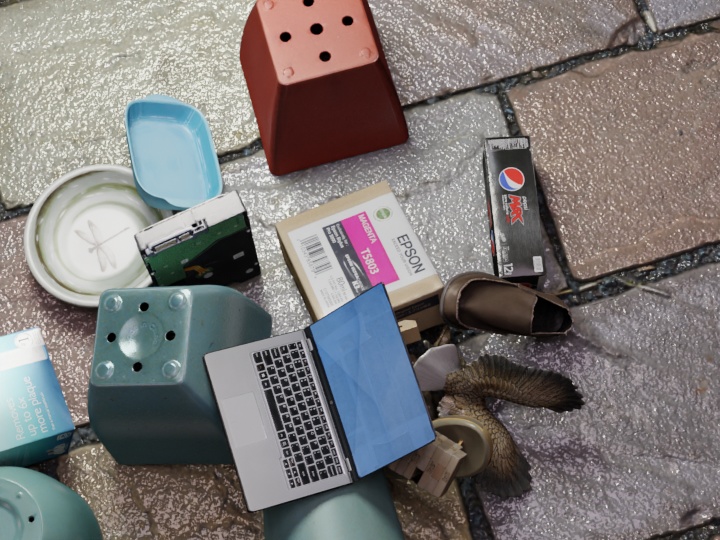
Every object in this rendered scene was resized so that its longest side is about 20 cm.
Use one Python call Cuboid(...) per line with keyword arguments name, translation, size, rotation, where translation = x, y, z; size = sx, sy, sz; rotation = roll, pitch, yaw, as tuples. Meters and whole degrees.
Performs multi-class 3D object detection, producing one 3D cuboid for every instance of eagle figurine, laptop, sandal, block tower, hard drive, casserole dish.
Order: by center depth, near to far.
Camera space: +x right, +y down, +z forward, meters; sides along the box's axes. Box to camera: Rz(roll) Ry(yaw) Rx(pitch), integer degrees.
Cuboid(name="laptop", translation=(-0.049, 0.139, 1.512), size=(0.198, 0.116, 0.189), rotation=(-13, 71, -19))
Cuboid(name="block tower", translation=(0.024, 0.186, 1.589), size=(0.199, 0.054, 0.058), rotation=(31, 101, 15))
Cuboid(name="sandal", translation=(0.069, 0.224, 1.636), size=(0.198, 0.081, 0.054), rotation=(-10, 21, 32))
Cuboid(name="eagle figurine", translation=(0.154, 0.158, 1.675), size=(0.199, 0.153, 0.151), rotation=(38, 53, 20))
Cuboid(name="hard drive", translation=(-0.200, -0.020, 1.710), size=(0.138, 0.200, 0.038), rotation=(-25, 70, -8))
Cuboid(name="casserole dish", translation=(-0.252, -0.149, 1.818), size=(0.120, 0.039, 0.202), rotation=(2, 50, -25))

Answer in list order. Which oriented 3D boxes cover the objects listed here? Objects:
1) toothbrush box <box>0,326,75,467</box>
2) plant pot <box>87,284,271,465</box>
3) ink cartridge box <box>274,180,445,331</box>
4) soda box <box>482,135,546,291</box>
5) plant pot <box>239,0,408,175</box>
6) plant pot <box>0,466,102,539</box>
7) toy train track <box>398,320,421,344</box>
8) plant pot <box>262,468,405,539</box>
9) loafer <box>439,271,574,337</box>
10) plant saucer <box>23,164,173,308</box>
Cuboid(name="toothbrush box", translation=(-0.467, 0.172, 1.670), size=(0.198, 0.085, 0.148), rotation=(-15, 68, -25))
Cuboid(name="plant pot", translation=(-0.231, 0.110, 1.642), size=(0.193, 0.200, 0.199), rotation=(-2, 67, 13))
Cuboid(name="ink cartridge box", translation=(0.000, 0.000, 1.738), size=(0.163, 0.076, 0.201), rotation=(-22, 52, -7))
Cuboid(name="soda box", translation=(0.199, -0.071, 1.791), size=(0.062, 0.071, 0.203), rotation=(-4, 68, 1))
Cuboid(name="plant pot", translation=(-0.054, -0.273, 1.820), size=(0.197, 0.177, 0.202), rotation=(-15, 69, -4))
Cuboid(name="plant pot", translation=(-0.414, 0.320, 1.600), size=(0.198, 0.161, 0.203), rotation=(-1, 68, 2))
Cuboid(name="toy train track", translation=(-0.026, 0.096, 1.644), size=(0.198, 0.116, 0.033), rotation=(-18, 39, 0))
Cuboid(name="plant pot", translation=(-0.029, 0.322, 1.586), size=(0.197, 0.201, 0.198), rotation=(-11, 60, -3))
Cuboid(name="loafer", translation=(0.186, 0.044, 1.693), size=(0.198, 0.071, 0.074), rotation=(5, 94, -34))
Cuboid(name="plant saucer", translation=(-0.339, -0.040, 1.801), size=(0.197, 0.050, 0.203), rotation=(0, 69, 1))
